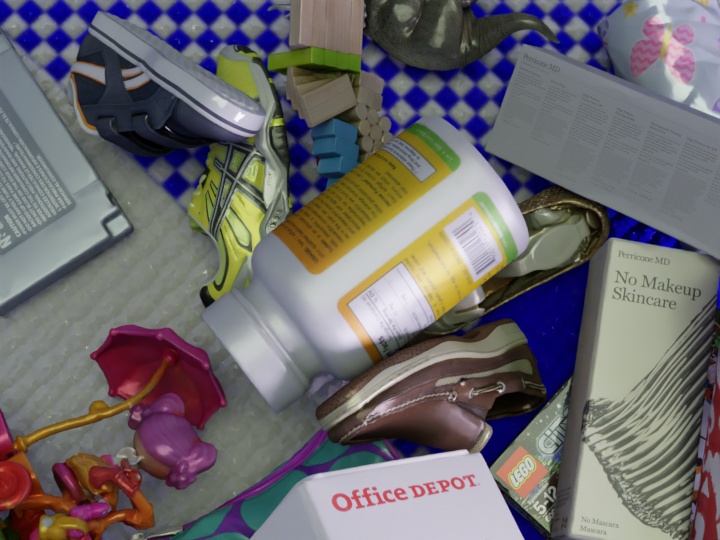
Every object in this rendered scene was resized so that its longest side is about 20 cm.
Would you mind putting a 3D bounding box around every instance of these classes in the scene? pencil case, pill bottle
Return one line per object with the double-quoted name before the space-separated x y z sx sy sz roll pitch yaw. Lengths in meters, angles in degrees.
"pencil case" 0.242 -0.107 1.057 0.091 0.083 0.200 -21 78 8
"pencil case" -0.062 0.173 0.986 0.200 0.085 0.093 -31 100 -9
"pill bottle" 0.000 0.000 0.960 0.200 0.111 0.111 -37 82 -6

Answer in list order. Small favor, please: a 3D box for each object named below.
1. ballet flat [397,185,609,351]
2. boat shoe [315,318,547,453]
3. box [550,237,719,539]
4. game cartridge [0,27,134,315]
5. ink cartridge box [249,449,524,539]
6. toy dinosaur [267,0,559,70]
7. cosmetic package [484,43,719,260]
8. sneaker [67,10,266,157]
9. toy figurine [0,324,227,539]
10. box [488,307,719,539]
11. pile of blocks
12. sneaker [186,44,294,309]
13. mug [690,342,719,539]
"ballet flat" 0.087 -0.002 1.034 0.200 0.065 0.071 -31 104 -6
"boat shoe" 0.058 0.086 0.965 0.202 0.075 0.075 -17 71 -47
"box" 0.182 0.086 0.982 0.082 0.068 0.200 9 78 0
"game cartridge" -0.269 -0.074 1.057 0.133 0.040 0.200 -32 81 -12
"ink cartridge box" 0.040 0.217 0.867 0.145 0.084 0.200 -3 55 -39
"toy dinosaur" 0.044 -0.189 1.084 0.200 0.077 0.102 25 90 -1
"cosmetic package" 0.188 -0.082 1.012 0.200 0.051 0.083 29 110 31
"sneaker" -0.137 -0.111 1.015 0.078 0.200 0.080 22 99 -40
"toy figurine" -0.168 0.116 0.965 0.184 0.150 0.200 -28 54 -17
"box" 0.200 0.116 1.031 0.137 0.038 0.200 42 80 6
"pile of blocks" -0.024 -0.103 1.029 0.082 0.062 0.200 -28 107 -41
"sneaker" -0.087 -0.064 1.041 0.076 0.075 0.200 -8 77 -4
"mug" 0.282 0.102 0.929 0.133 0.177 0.200 12 98 20
